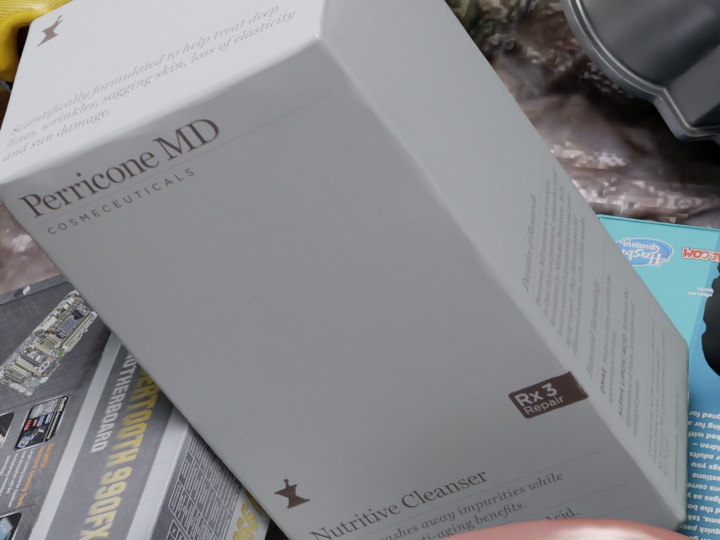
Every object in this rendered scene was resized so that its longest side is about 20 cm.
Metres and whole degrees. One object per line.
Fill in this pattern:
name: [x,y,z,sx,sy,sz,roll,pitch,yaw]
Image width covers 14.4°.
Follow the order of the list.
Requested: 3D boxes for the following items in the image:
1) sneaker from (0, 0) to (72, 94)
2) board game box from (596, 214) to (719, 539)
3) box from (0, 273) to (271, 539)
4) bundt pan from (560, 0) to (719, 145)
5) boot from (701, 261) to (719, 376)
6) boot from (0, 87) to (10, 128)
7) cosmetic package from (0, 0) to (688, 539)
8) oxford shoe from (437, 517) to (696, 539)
sneaker: [-0.051,-0.037,0.921,0.078,0.200,0.082,-42,23,26]
board game box: [0.122,0.080,0.863,0.150,0.047,0.201,7,52,18]
box: [-0.103,0.075,0.851,0.158,0.048,0.200,-18,30,22]
bundt pan: [0.147,-0.138,0.950,0.201,0.076,0.203,12,67,-29]
boot: [0.199,-0.027,0.818,0.162,0.073,0.199,18,87,35]
boot: [-0.057,-0.111,0.986,0.199,0.188,0.069,-26,91,-13]
cosmetic package: [0.000,0.000,0.799,0.113,0.200,0.081,-24,36,25]
oxford shoe: [0.085,0.116,0.763,0.199,0.071,0.075,2,55,15]
